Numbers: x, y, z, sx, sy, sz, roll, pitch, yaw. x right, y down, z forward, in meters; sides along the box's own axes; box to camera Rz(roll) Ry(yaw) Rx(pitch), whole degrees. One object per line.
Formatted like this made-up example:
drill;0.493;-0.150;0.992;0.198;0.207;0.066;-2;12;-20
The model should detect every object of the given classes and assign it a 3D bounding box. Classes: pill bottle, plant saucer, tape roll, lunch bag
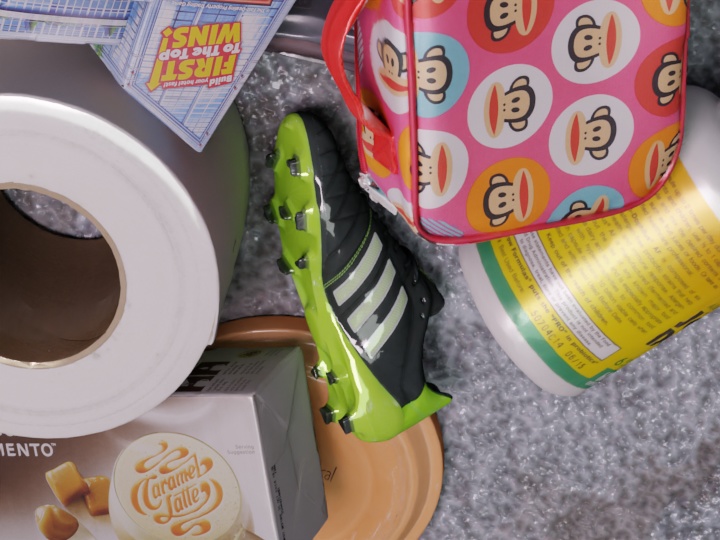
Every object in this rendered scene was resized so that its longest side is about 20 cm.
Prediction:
pill bottle;0.161;-0.028;0.940;0.200;0.113;0.113;-35;112;20
plant saucer;-0.048;0.121;1.086;0.199;0.032;0.201;1;120;2
tape roll;-0.166;-0.030;0.946;0.202;0.139;0.204;2;119;4
lunch bag;0.065;-0.111;0.822;0.175;0.082;0.201;-13;123;-19

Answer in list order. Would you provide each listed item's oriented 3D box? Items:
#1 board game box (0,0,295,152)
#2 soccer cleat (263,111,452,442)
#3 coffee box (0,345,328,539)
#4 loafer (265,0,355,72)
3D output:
board game box;-0.097;-0.151;0.793;0.199;0.062;0.200;-3;129;-37
soccer cleat;0.000;0.000;1.001;0.081;0.067;0.201;-21;110;-21
coffee box;-0.130;0.109;1.023;0.199;0.080;0.115;-1;109;20
loafer;-0.042;-0.135;0.909;0.199;0.072;0.063;17;154;12
